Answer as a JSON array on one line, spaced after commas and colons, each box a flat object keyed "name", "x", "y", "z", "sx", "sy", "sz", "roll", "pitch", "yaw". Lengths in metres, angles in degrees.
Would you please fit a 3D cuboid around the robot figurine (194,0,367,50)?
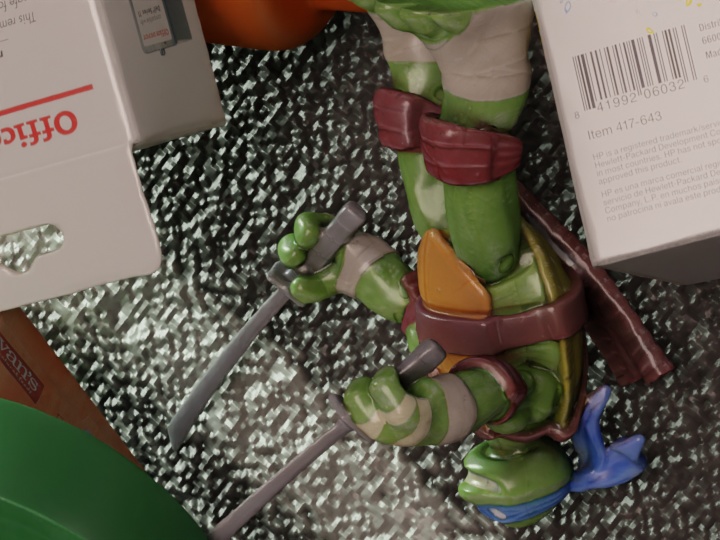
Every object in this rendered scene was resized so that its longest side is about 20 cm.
[{"name": "robot figurine", "x": -0.075, "y": -0.142, "z": 1.019, "sx": 0.200, "sy": 0.117, "sz": 0.144, "roll": 10, "pitch": 108, "yaw": 23}]

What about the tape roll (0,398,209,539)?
[{"name": "tape roll", "x": -0.139, "y": 0.130, "z": 0.920, "sx": 0.200, "sy": 0.048, "sz": 0.200, "roll": 5, "pitch": 125, "yaw": 7}]

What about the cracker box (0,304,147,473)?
[{"name": "cracker box", "x": -0.169, "y": 0.112, "z": 0.988, "sx": 0.200, "sy": 0.058, "sz": 0.134, "roll": -29, "pitch": 109, "yaw": 20}]

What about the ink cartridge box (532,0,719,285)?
[{"name": "ink cartridge box", "x": 0.131, "y": -0.108, "z": 0.922, "sx": 0.129, "sy": 0.125, "sz": 0.200, "roll": -14, "pitch": 82, "yaw": 19}]

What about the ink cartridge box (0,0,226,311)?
[{"name": "ink cartridge box", "x": -0.122, "y": -0.089, "z": 0.950, "sx": 0.117, "sy": 0.067, "sz": 0.200, "roll": -13, "pitch": 93, "yaw": 27}]

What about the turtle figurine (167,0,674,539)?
[{"name": "turtle figurine", "x": 0.000, "y": 0.000, "z": 0.944, "sx": 0.200, "sy": 0.144, "sz": 0.194, "roll": 2, "pitch": 105, "yaw": 17}]
